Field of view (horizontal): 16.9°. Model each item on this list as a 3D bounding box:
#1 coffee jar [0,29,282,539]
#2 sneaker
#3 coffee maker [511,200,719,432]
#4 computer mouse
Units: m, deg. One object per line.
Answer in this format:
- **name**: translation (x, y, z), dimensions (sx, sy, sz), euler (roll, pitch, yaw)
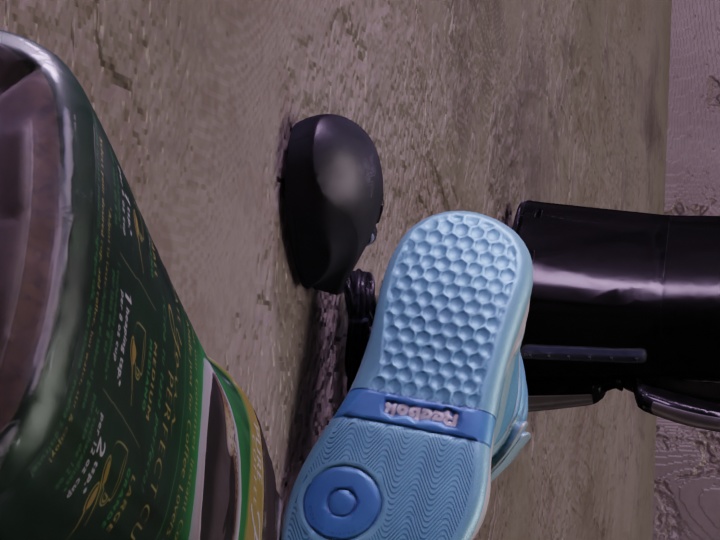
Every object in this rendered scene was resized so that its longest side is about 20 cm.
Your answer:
- **coffee jar**: translation (-0.074, 0.039, 0.519), dimensions (0.200, 0.085, 0.104), euler (69, 22, -61)
- **sneaker**: translation (0.027, 0.088, 1.039), dimensions (0.131, 0.080, 0.200), euler (81, 30, -62)
- **coffee maker**: translation (0.196, 0.008, 1.602), dimensions (0.135, 0.200, 0.192), euler (-55, 147, -74)
- **computer mouse**: translation (0.000, 0.000, 1.032), dimensions (0.200, 0.034, 0.059), euler (74, 20, -60)
